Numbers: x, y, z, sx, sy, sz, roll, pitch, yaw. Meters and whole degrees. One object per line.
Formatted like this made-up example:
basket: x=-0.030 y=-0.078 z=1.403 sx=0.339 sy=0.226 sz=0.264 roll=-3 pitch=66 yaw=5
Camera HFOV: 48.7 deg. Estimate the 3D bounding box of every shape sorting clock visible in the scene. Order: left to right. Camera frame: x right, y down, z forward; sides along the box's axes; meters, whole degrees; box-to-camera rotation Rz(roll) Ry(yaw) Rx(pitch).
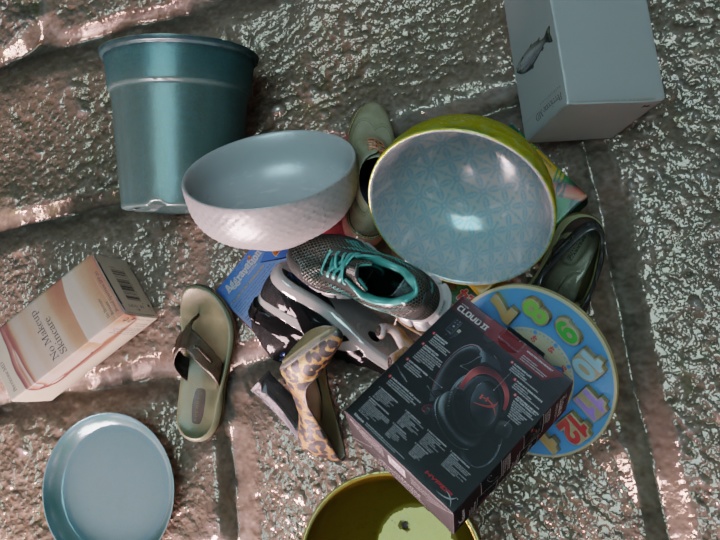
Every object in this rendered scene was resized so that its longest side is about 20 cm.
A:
shape sorting clock: x=0.184 y=0.112 z=0.873 sx=0.199 sy=0.039 sz=0.202 roll=14 pitch=116 yaw=30

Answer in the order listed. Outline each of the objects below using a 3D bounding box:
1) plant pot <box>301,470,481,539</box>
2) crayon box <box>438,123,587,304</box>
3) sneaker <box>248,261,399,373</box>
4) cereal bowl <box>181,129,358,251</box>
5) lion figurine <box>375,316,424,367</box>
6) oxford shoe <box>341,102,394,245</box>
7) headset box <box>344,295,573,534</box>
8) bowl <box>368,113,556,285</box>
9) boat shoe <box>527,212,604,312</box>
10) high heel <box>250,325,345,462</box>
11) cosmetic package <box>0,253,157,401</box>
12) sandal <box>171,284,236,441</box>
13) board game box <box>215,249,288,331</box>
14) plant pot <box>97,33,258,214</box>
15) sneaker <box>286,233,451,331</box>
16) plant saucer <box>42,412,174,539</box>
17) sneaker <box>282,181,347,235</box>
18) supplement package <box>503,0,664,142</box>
plant pot: x=0.048 y=0.316 z=0.871 sx=0.198 sy=0.142 sz=0.202 roll=-2 pitch=81 yaw=16
crayon box: x=0.152 y=-0.056 z=0.940 sx=0.200 sy=0.051 sz=0.127 roll=-45 pitch=73 yaw=7
sneaker: x=-0.045 y=0.085 z=0.973 sx=0.199 sy=0.073 sz=0.112 roll=37 pitch=118 yaw=-2
cereal bowl: x=-0.096 y=-0.082 z=0.898 sx=0.198 sy=0.201 sz=0.084 roll=2 pitch=125 yaw=17
lion figurine: x=0.074 y=0.145 z=0.906 sx=0.122 sy=0.072 sz=0.202 roll=9 pitch=89 yaw=-23
oxford shoe: x=0.020 y=-0.130 z=0.953 sx=0.070 sy=0.074 sz=0.202 roll=8 pitch=61 yaw=-14
headset box: x=0.107 y=0.135 z=0.807 sx=0.148 sy=0.075 sz=0.200 roll=38 pitch=69 yaw=26
bowl: x=0.117 y=-0.094 z=0.860 sx=0.198 sy=0.201 sz=0.108 roll=7 pitch=42 yaw=17
boat shoe: x=0.215 y=0.033 z=0.884 sx=0.073 sy=0.065 sz=0.202 roll=18 pitch=102 yaw=5
high heel: x=-0.033 y=0.144 z=0.911 sx=0.143 sy=0.071 sz=0.200 roll=44 pitch=138 yaw=-2
cosmetic package: x=-0.387 y=0.078 z=1.064 sx=0.200 sy=0.087 sz=0.104 roll=-38 pitch=75 yaw=9
sandal: x=-0.206 y=0.118 z=1.017 sx=0.079 sy=0.057 sz=0.203 roll=0 pitch=86 yaw=22
board game box: x=-0.090 y=-0.013 z=1.023 sx=0.103 sy=0.019 sz=0.200 roll=42 pitch=95 yaw=15
plant pot: x=-0.228 y=-0.174 z=1.008 sx=0.198 sy=0.200 sz=0.198 roll=0 pitch=91 yaw=17
sneaker: x=0.000 y=0.000 z=0.859 sx=0.199 sy=0.091 sz=0.078 roll=17 pitch=84 yaw=23
plant saucer: x=-0.328 y=0.289 z=1.049 sx=0.198 sy=0.027 sz=0.202 roll=-3 pitch=81 yaw=17
sneaker: x=-0.028 y=-0.043 z=0.961 sx=0.199 sy=0.074 sz=0.087 roll=29 pitch=89 yaw=13
supplement package: x=0.243 y=-0.259 z=0.888 sx=0.116 sy=0.117 sz=0.202 roll=-4 pitch=79 yaw=-12
